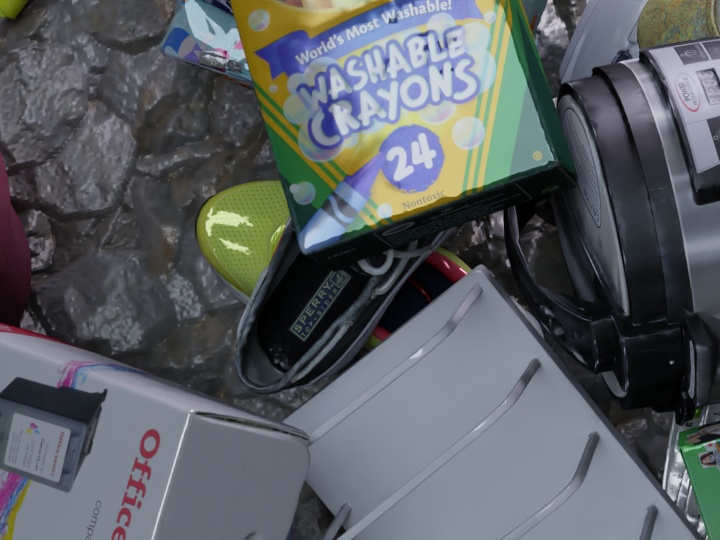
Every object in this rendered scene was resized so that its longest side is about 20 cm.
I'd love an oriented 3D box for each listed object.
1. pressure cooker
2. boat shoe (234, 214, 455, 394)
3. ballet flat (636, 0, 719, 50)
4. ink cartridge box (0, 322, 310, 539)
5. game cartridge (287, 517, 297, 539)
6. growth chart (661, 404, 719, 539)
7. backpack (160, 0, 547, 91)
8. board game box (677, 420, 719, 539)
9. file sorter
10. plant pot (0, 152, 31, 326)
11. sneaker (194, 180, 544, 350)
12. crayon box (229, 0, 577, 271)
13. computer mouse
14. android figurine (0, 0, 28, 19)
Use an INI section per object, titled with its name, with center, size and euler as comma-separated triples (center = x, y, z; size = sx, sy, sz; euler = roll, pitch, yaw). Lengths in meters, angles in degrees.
[pressure cooker]
center = 0.170, -0.020, 1.349
size = 0.200, 0.176, 0.179
euler = -10, 88, -3
[boat shoe]
center = -0.001, -0.024, 1.357
size = 0.074, 0.068, 0.199
euler = 41, 112, 10
[ballet flat]
center = 0.240, -0.137, 1.411
size = 0.200, 0.071, 0.071
euler = -7, 75, -1
[ink cartridge box]
center = -0.135, 0.114, 1.314
size = 0.200, 0.086, 0.148
euler = 16, 90, 44
[game cartridge]
center = -0.103, 0.203, 1.377
size = 0.133, 0.041, 0.200
euler = 0, 77, 18
[growth chart]
center = 0.209, 0.124, 1.406
size = 0.145, 0.018, 0.200
euler = 3, 79, 14
[backpack]
center = 0.000, -0.156, 1.442
size = 0.200, 0.178, 0.151
euler = 13, 105, 12
[board game box]
center = 0.244, 0.153, 1.338
size = 0.134, 0.029, 0.200
euler = -16, 102, 10
[file sorter]
center = 0.059, 0.126, 1.342
size = 0.139, 0.125, 0.200
euler = -39, 91, 15
[plant pot]
center = -0.262, -0.014, 1.470
size = 0.200, 0.179, 0.200
euler = -3, 77, 13
[sneaker]
center = 0.000, 0.000, 1.448
size = 0.200, 0.090, 0.078
euler = 22, 84, 18
[crayon box]
center = 0.010, -0.115, 1.304
size = 0.126, 0.052, 0.200
euler = -20, 75, 12
[computer mouse]
center = 0.140, -0.114, 1.464
size = 0.110, 0.044, 0.200
euler = 30, 86, 19
[android figurine]
center = -0.241, -0.222, 1.586
size = 0.182, 0.041, 0.200
euler = 34, 88, 19
